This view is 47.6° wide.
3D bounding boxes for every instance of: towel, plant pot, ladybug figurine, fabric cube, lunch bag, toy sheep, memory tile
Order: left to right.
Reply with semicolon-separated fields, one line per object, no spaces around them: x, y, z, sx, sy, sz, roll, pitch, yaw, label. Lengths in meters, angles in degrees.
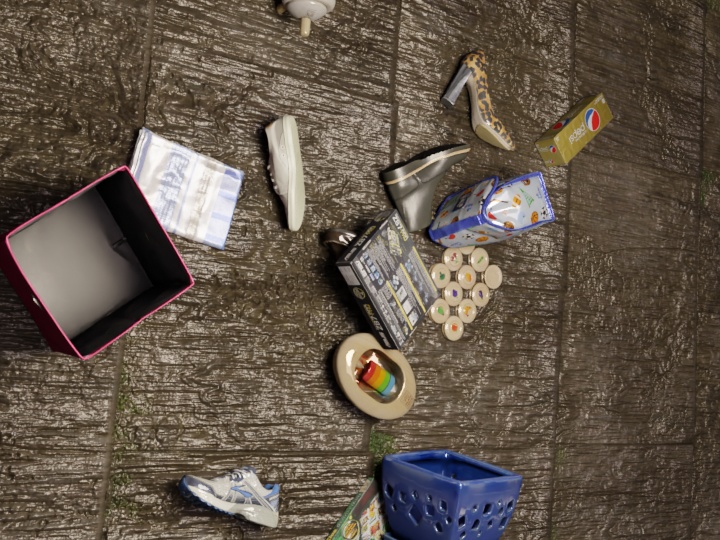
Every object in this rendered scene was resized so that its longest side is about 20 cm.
-0.398;-0.009;1.189;0.199;0.198;0.198;-37;108;-28;fabric cube
-0.296;-0.134;1.361;0.198;0.024;0.150;21;78;-30;towel
-0.093;-0.512;1.440;0.136;0.137;0.204;0;88;-32;toy sheep
0.022;0.199;1.521;0.200;0.071;0.137;43;66;-23;ladybug figurine
0.161;0.450;1.519;0.198;0.198;0.184;6;91;-45;plant pot
0.204;0.030;1.677;0.201;0.017;0.154;-49;113;-24;memory tile
0.252;-0.114;1.609;0.198;0.169;0.126;-20;91;-37;lunch bag

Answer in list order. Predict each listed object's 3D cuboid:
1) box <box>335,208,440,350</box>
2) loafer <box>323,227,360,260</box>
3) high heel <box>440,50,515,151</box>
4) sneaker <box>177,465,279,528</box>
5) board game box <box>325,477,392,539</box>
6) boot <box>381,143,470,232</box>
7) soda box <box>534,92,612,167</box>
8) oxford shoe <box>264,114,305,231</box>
0.055;0.016;1.484;0.162;0.049;0.202;-49;120;-34;box
0.000;0.000;1.513;0.200;0.073;0.072;44;65;-23;loafer
0.275;-0.355;1.701;0.199;0.071;0.144;36;76;-16;high heel
-0.217;0.368;1.373;0.199;0.076;0.087;32;62;-35;sneaker
-0.007;0.501;1.521;0.105;0.023;0.201;51;64;-23;board game box
0.143;-0.163;1.620;0.197;0.077;0.141;-23;106;-19;boot
0.482;-0.316;1.838;0.200;0.064;0.068;-42;109;-26;soda box
-0.135;-0.171;1.449;0.057;0.075;0.204;-5;101;9;oxford shoe
